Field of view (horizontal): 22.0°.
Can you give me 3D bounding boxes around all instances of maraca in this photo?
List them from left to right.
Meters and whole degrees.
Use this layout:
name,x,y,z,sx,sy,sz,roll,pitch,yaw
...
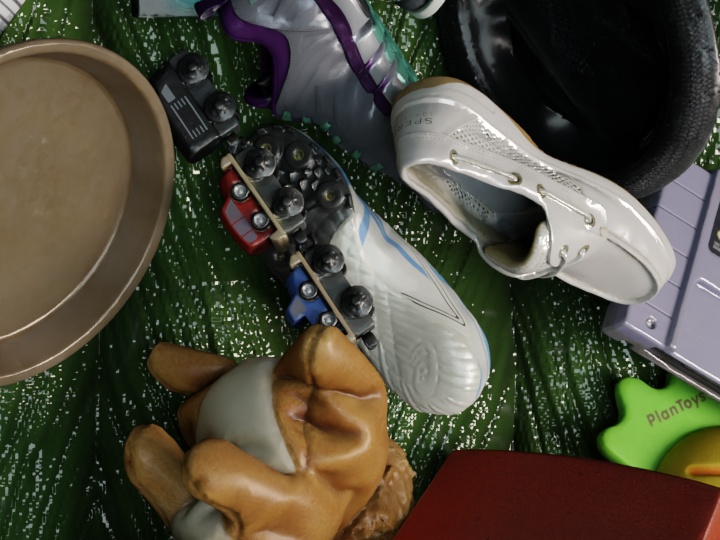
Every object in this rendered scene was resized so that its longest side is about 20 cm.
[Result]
name,x,y,z,sx,sy,sz,roll,pitch,yaw
maraca,0.223,0.149,1.142,0.136,0.107,0.201,-22,83,-27

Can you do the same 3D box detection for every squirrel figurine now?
name,x,y,z,sx,sy,sz,roll,pitch,yaw
squirrel figurine,-0.051,0.155,1.025,0.200,0.141,0.188,48,50,-44

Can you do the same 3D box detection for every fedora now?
name,x,y,z,sx,sy,sz,roll,pitch,yaw
fedora,0.138,-0.143,1.060,0.091,0.199,0.202,-26,109,-47

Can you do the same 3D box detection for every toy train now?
name,x,y,z,sx,sy,sz,roll,pitch,yaw
toy train,-0.056,-0.034,1.025,0.046,0.034,0.201,-34,80,-5

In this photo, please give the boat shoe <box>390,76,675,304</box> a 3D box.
name,x,y,z,sx,sy,sz,roll,pitch,yaw
boat shoe,0.092,-0.025,1.017,0.199,0.071,0.070,31,48,-25

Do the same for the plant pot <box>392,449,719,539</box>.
name,x,y,z,sx,sy,sz,roll,pitch,yaw
plant pot,0.130,0.220,1.036,0.175,0.200,0.201,-13,109,29

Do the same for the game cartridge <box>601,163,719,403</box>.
name,x,y,z,sx,sy,sz,roll,pitch,yaw
game cartridge,0.247,0.025,1.136,0.199,0.038,0.130,30,67,-19

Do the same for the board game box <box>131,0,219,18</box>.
name,x,y,z,sx,sy,sz,roll,pitch,yaw
board game box,-0.062,-0.242,1.030,0.134,0.028,0.202,-3,100,-15

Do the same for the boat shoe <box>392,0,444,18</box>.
name,x,y,z,sx,sy,sz,roll,pitch,yaw
boat shoe,0.033,-0.244,1.033,0.060,0.075,0.202,11,84,-29

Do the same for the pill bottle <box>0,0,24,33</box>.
name,x,y,z,sx,sy,sz,roll,pitch,yaw
pill bottle,-0.229,-0.154,0.956,0.106,0.106,0.201,38,87,-18

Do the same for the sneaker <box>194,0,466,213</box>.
name,x,y,z,sx,sy,sz,roll,pitch,yaw
sneaker,-0.013,-0.099,1.042,0.087,0.075,0.201,-29,124,7

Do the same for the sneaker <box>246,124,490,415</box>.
name,x,y,z,sx,sy,sz,roll,pitch,yaw
sneaker,0.000,0.000,1.076,0.072,0.072,0.200,-38,94,11

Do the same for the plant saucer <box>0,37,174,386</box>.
name,x,y,z,sx,sy,sz,roll,pitch,yaw
plant saucer,-0.185,-0.032,0.984,0.199,0.029,0.201,-26,132,-33
